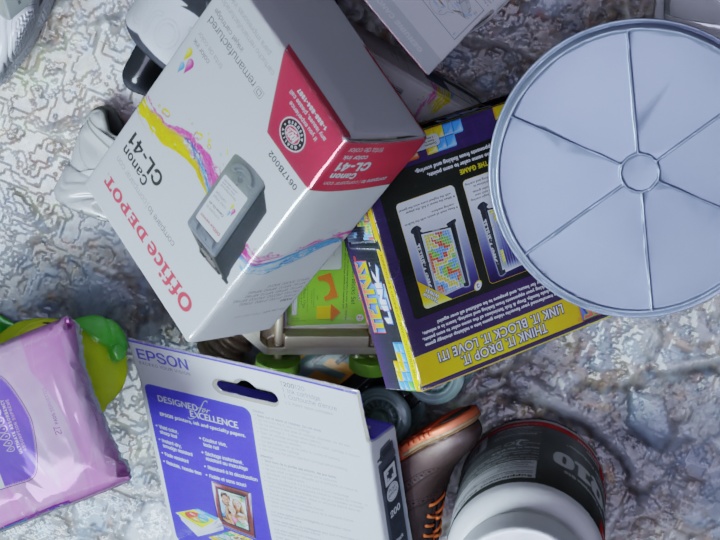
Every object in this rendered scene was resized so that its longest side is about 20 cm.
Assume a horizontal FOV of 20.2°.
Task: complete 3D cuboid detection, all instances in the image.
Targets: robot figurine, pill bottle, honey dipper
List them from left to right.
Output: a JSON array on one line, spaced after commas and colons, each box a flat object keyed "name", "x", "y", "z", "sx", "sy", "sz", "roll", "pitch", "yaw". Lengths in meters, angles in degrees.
[{"name": "robot figurine", "x": -0.083, "y": -0.192, "z": 1.411, "sx": 0.150, "sy": 0.125, "sz": 0.201, "roll": 34, "pitch": 106, "yaw": 4}, {"name": "honey dipper", "x": -0.053, "y": -0.010, "z": 1.510, "sx": 0.038, "sy": 0.038, "sz": 0.201, "roll": 36, "pitch": 105, "yaw": -3}, {"name": "pill bottle", "x": 0.121, "y": 0.192, "z": 1.457, "sx": 0.113, "sy": 0.200, "sz": 0.115, "roll": 2, "pitch": 106, "yaw": 6}]

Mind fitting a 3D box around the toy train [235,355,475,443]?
[{"name": "toy train", "x": 0.000, "y": 0.078, "z": 1.508, "sx": 0.200, "sy": 0.085, "sz": 0.114, "roll": -40, "pitch": 87, "yaw": 15}]

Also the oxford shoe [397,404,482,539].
[{"name": "oxford shoe", "x": 0.045, "y": 0.165, "z": 1.492, "sx": 0.073, "sy": 0.071, "sz": 0.200, "roll": 53, "pitch": 141, "yaw": 12}]

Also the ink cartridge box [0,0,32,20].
[{"name": "ink cartridge box", "x": -0.216, "y": -0.295, "z": 1.373, "sx": 0.200, "sy": 0.083, "sz": 0.147, "roll": -43, "pitch": 80, "yaw": -12}]

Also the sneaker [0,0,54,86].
[{"name": "sneaker", "x": -0.273, "y": -0.232, "z": 1.460, "sx": 0.113, "sy": 0.076, "sz": 0.201, "roll": 25, "pitch": 101, "yaw": 1}]

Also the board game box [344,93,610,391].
[{"name": "board game box", "x": 0.088, "y": -0.028, "z": 1.376, "sx": 0.199, "sy": 0.057, "sz": 0.167, "roll": -19, "pitch": 98, "yaw": -27}]

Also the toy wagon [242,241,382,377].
[{"name": "toy wagon", "x": 0.000, "y": 0.000, "z": 1.421, "sx": 0.198, "sy": 0.040, "sz": 0.156, "roll": -1, "pitch": 116, "yaw": -9}]

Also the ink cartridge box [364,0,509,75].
[{"name": "ink cartridge box", "x": 0.021, "y": -0.245, "z": 1.373, "sx": 0.200, "sy": 0.174, "sz": 0.043, "roll": 49, "pitch": 145, "yaw": -7}]

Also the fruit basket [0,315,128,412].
[{"name": "fruit basket", "x": -0.263, "y": 0.094, "z": 1.478, "sx": 0.155, "sy": 0.216, "sz": 0.217, "roll": 27, "pitch": 107, "yaw": -1}]

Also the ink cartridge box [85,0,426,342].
[{"name": "ink cartridge box", "x": -0.071, "y": -0.072, "z": 1.303, "sx": 0.200, "sy": 0.085, "sz": 0.148, "roll": -50, "pitch": 65, "yaw": 32}]

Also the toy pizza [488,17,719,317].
[{"name": "toy pizza", "x": 0.184, "y": -0.068, "z": 1.338, "sx": 0.198, "sy": 0.032, "sz": 0.202, "roll": 1, "pitch": 105, "yaw": 3}]

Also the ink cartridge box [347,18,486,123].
[{"name": "ink cartridge box", "x": 0.035, "y": -0.082, "z": 1.447, "sx": 0.199, "sy": 0.067, "sz": 0.118, "roll": 29, "pitch": 107, "yaw": -20}]

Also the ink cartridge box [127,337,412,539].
[{"name": "ink cartridge box", "x": -0.062, "y": 0.136, "z": 1.465, "sx": 0.197, "sy": 0.043, "sz": 0.201, "roll": 12, "pitch": 129, "yaw": 27}]

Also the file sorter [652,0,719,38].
[{"name": "file sorter", "x": 0.267, "y": -0.126, "z": 1.393, "sx": 0.137, "sy": 0.125, "sz": 0.202, "roll": 7, "pitch": 106, "yaw": 6}]

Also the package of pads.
[{"name": "package of pads", "x": -0.265, "y": 0.121, "z": 1.365, "sx": 0.198, "sy": 0.076, "sz": 0.121, "roll": -20, "pitch": 83, "yaw": -6}]

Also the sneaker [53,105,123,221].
[{"name": "sneaker", "x": -0.126, "y": -0.070, "z": 1.477, "sx": 0.198, "sy": 0.078, "sz": 0.100, "roll": 16, "pitch": 98, "yaw": 11}]
